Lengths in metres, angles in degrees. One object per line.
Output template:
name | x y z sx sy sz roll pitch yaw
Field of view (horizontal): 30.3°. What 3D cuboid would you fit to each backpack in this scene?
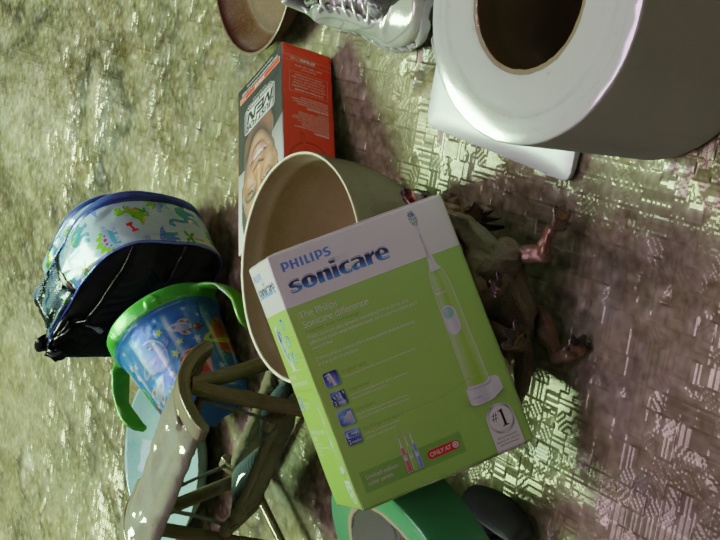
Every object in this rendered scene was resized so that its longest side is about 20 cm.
backpack | -0.270 -0.005 1.539 0.200 0.183 0.147 -51 49 35

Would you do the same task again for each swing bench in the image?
swing bench | -0.126 0.180 1.298 0.130 0.200 0.199 56 132 41

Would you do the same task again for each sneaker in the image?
sneaker | -0.004 -0.250 1.247 0.200 0.081 0.075 23 106 53

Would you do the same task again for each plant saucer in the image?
plant saucer | -0.103 -0.331 1.423 0.200 0.037 0.201 13 105 59
plant saucer | -0.224 0.225 1.588 0.201 0.039 0.201 -5 84 57

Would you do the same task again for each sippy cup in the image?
sippy cup | -0.195 0.105 1.478 0.130 0.140 0.178 57 146 26

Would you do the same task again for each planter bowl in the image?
planter bowl | 0.000 0.000 1.179 0.200 0.135 0.201 -6 83 56

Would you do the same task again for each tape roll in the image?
tape roll | 0.051 0.248 1.097 0.200 0.048 0.201 45 150 36
tape roll | 0.165 -0.181 0.927 0.203 0.139 0.203 -3 86 51

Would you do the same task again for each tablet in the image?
tablet | 0.125 -0.161 1.110 0.200 0.014 0.130 32 115 53

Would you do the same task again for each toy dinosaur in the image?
toy dinosaur | 0.110 0.020 1.070 0.136 0.086 0.200 -1 103 66

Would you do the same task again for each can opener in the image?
can opener | 0.077 0.198 1.147 0.067 0.053 0.200 -52 37 -4

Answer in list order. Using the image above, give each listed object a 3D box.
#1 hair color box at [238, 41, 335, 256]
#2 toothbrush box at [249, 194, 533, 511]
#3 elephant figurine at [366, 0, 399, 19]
hair color box | -0.075 -0.116 1.329 0.102 0.061 0.200 -41 44 47
toothbrush box | 0.021 0.063 1.012 0.200 0.145 0.086 69 164 0
elephant figurine | 0.086 -0.325 1.088 0.200 0.141 0.155 -17 103 39
